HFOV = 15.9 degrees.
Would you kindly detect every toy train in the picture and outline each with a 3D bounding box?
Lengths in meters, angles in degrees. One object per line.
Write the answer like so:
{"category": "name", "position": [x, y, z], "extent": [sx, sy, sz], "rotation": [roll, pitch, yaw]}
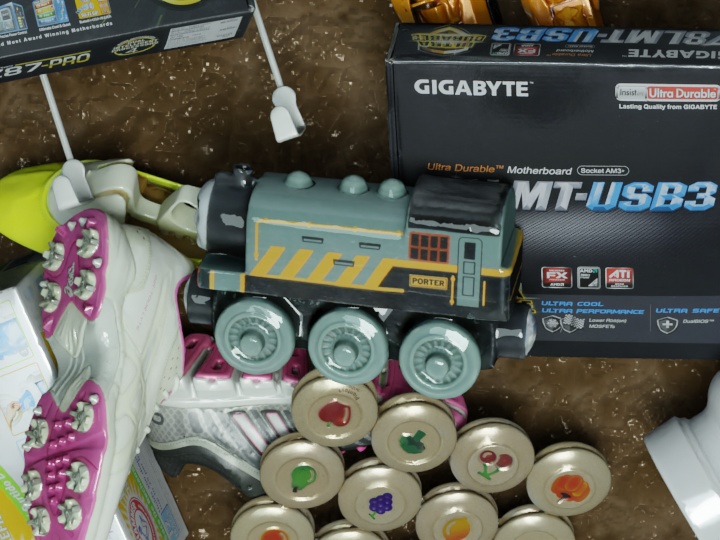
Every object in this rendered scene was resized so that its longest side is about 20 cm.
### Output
{"category": "toy train", "position": [0.000, 0.000, 1.423], "extent": [0.199, 0.085, 0.114], "rotation": [7, 114, 10]}

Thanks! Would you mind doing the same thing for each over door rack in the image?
{"category": "over door rack", "position": [-0.123, -0.143, 1.471], "extent": [0.147, 0.067, 0.201], "rotation": [-18, 79, 12]}

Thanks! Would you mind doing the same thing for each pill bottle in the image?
{"category": "pill bottle", "position": [0.266, 0.083, 1.445], "extent": [0.200, 0.116, 0.116], "rotation": [-32, 97, 8]}

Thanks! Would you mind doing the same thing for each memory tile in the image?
{"category": "memory tile", "position": [0.034, 0.139, 1.504], "extent": [0.199, 0.017, 0.154], "rotation": [18, 122, -15]}

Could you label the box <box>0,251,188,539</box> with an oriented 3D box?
{"category": "box", "position": [-0.194, 0.103, 1.524], "extent": [0.101, 0.113, 0.201], "rotation": [-21, 101, 12]}

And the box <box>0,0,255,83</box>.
{"category": "box", "position": [-0.172, -0.188, 1.391], "extent": [0.199, 0.049, 0.162], "rotation": [-12, 77, -14]}

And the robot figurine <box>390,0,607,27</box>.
{"category": "robot figurine", "position": [0.064, -0.203, 1.443], "extent": [0.144, 0.058, 0.201], "rotation": [-17, 101, 15]}

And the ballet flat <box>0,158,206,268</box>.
{"category": "ballet flat", "position": [-0.120, -0.033, 1.501], "extent": [0.199, 0.067, 0.067], "rotation": [15, 62, 1]}

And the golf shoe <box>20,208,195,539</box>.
{"category": "golf shoe", "position": [-0.134, 0.069, 1.439], "extent": [0.075, 0.091, 0.201], "rotation": [-2, 78, 47]}

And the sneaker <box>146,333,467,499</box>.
{"category": "sneaker", "position": [-0.038, 0.092, 1.522], "extent": [0.199, 0.074, 0.088], "rotation": [4, 117, 0]}

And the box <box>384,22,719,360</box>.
{"category": "box", "position": [0.118, -0.042, 1.445], "extent": [0.199, 0.050, 0.199], "rotation": [2, 127, 7]}
